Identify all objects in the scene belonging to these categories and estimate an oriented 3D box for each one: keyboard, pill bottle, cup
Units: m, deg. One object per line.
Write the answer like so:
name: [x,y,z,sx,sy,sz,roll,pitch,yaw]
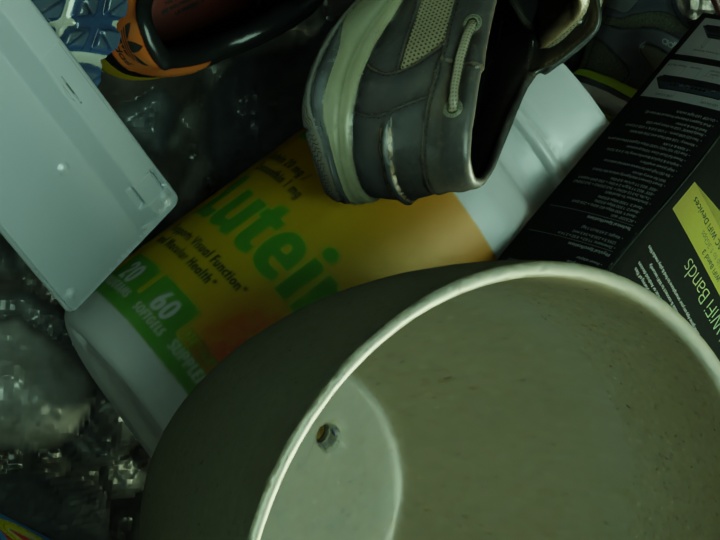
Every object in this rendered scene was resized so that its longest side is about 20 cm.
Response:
keyboard: [-0.127,-0.071,0.790,0.056,0.011,0.200,-44,127,-11]
pill bottle: [0.000,0.000,0.918,0.200,0.111,0.111,-37,117,-12]
cup: [0.008,0.087,0.793,0.200,0.143,0.201,-7,102,-34]

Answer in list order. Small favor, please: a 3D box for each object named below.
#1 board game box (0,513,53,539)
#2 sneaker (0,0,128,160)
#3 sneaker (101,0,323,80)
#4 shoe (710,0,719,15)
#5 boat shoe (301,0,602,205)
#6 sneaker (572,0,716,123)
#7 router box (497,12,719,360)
board game box: [-0.051,0.179,0.895,0.196,0.200,0.056,32,91,-30]
sneaker: [-0.121,-0.125,0.840,0.077,0.085,0.201,25,83,-40]
sneaker: [-0.013,-0.125,0.888,0.200,0.090,0.070,-32,116,-14]
shoe: [0.146,-0.139,0.941,0.200,0.071,0.091,31,51,-21]
boat shoe: [0.052,-0.100,0.869,0.200,0.073,0.075,-64,152,-25]
sneaker: [0.171,-0.063,1.008,0.200,0.074,0.081,17,93,-31]
router box: [0.138,0.031,0.929,0.157,0.052,0.200,-49,129,-22]
